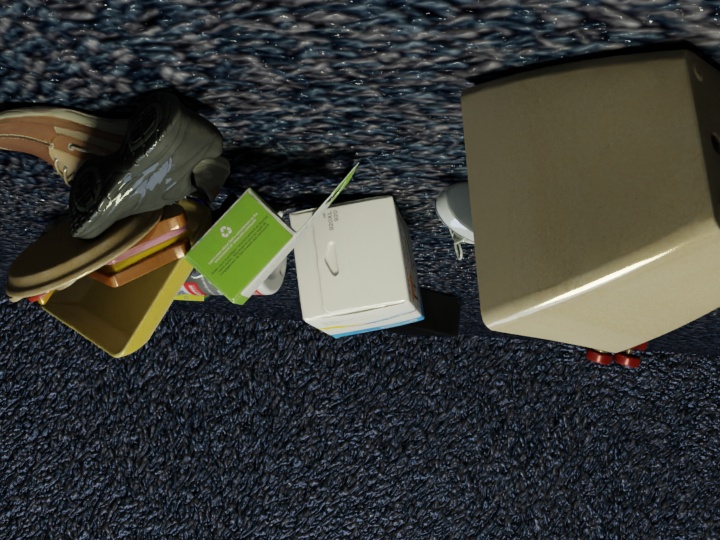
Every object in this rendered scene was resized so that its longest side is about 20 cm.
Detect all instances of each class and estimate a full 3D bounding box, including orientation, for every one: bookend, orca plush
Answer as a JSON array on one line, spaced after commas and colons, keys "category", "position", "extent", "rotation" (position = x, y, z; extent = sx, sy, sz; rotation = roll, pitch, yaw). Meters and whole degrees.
[{"category": "bookend", "position": [0.099, 0.097, 2.049], "extent": [0.197, 0.093, 0.199], "rotation": [14, 169, -41]}, {"category": "orca plush", "position": [-0.152, -0.065, 1.113], "extent": [0.199, 0.072, 0.105], "rotation": [-25, -130, -36]}]

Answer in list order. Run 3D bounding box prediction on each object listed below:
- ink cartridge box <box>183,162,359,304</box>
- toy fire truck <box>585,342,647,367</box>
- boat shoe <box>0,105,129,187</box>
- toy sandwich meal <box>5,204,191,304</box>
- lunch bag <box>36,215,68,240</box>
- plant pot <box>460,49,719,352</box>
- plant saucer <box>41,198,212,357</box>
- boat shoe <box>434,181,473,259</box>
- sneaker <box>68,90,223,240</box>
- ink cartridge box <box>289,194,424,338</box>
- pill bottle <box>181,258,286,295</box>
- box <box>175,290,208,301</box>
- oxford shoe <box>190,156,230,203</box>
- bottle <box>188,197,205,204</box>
[{"category": "ink cartridge box", "position": [-0.098, -0.060, 0.978], "extent": [0.076, 0.200, 0.148], "rotation": [42, 175, -2]}, {"category": "toy fire truck", "position": [0.627, 0.166, 2.216], "extent": [0.198, 0.113, 0.168], "rotation": [8, -171, -17]}, {"category": "boat shoe", "position": [-0.285, -0.121, 0.889], "extent": [0.197, 0.073, 0.076], "rotation": [5, 171, -5]}, {"category": "toy sandwich meal", "position": [-0.282, -0.014, 0.935], "extent": [0.203, 0.071, 0.206], "rotation": [-21, -156, 10]}, {"category": "lunch bag", "position": [-0.444, -0.013, 1.452], "extent": [0.163, 0.119, 0.199], "rotation": [33, 158, -32]}, {"category": "plant pot", "position": [0.215, -0.059, 0.679], "extent": [0.199, 0.202, 0.176], "rotation": [12, 158, -41]}, {"category": "plant saucer", "position": [-0.275, -0.004, 1.054], "extent": [0.199, 0.201, 0.048], "rotation": [21, 166, 42]}, {"category": "boat shoe", "position": [0.141, -0.055, 1.068], "extent": [0.086, 0.075, 0.201], "rotation": [-25, 160, 39]}, {"category": "sneaker", "position": [-0.211, -0.085, 0.842], "extent": [0.199, 0.077, 0.090], "rotation": [-33, 145, 31]}, {"category": "ink cartridge box", "position": [0.000, 0.000, 1.199], "extent": [0.143, 0.149, 0.200], "rotation": [-11, 169, 8]}, {"category": "pill bottle", "position": [-0.228, -0.018, 1.374], "extent": [0.198, 0.115, 0.114], "rotation": [-1, 170, 21]}, {"category": "box", "position": [-0.311, 0.009, 1.576], "extent": [0.116, 0.049, 0.200], "rotation": [3, -164, 11]}, {"category": "oxford shoe", "position": [-0.247, -0.113, 0.977], "extent": [0.198, 0.058, 0.075], "rotation": [8, 173, -13]}, {"category": "bottle", "position": [-0.243, -0.062, 1.216], "extent": [0.064, 0.085, 0.200], "rotation": [-2, 171, -2]}]
